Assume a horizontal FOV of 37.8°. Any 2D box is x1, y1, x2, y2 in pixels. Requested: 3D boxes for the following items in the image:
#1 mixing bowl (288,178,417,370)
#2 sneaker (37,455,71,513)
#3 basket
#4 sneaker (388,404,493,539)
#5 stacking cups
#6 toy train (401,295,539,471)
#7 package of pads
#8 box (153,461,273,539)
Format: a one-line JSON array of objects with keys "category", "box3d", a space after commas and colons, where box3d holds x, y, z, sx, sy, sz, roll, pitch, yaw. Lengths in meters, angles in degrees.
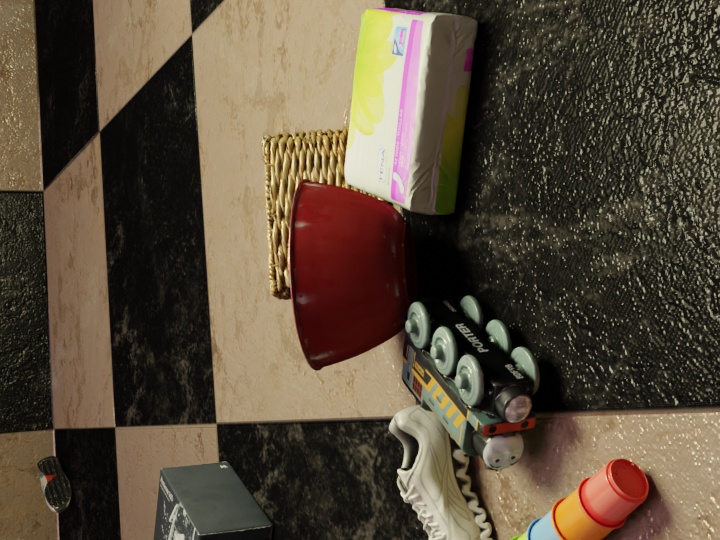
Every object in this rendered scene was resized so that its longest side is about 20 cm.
[{"category": "mixing bowl", "box3d": [0.000, 0.000, 1.095, 0.200, 0.107, 0.202, -4, -90, -81]}, {"category": "sneaker", "box3d": [-0.800, 0.582, 2.774, 0.200, 0.070, 0.094, 47, 149, 49]}, {"category": "basket", "box3d": [-0.033, -0.064, 1.279, 0.143, 0.148, 0.202, 43, -137, -83]}, {"category": "sneaker", "box3d": [0.078, 0.231, 1.061, 0.075, 0.081, 0.202, -36, 61, 55]}, {"category": "stacking cups", "box3d": [0.178, 0.231, 0.901, 0.200, 0.060, 0.061, -55, 45, 44]}, {"category": "toy train", "box3d": [0.102, 0.103, 1.010, 0.200, 0.085, 0.115, -132, 40, -55]}, {"category": "package of pads", "box3d": [0.048, -0.172, 1.112, 0.154, 0.068, 0.202, 29, 116, 58]}, {"category": "box", "box3d": [-0.233, 0.431, 1.616, 0.200, 0.123, 0.198, 35, 120, 57]}]
